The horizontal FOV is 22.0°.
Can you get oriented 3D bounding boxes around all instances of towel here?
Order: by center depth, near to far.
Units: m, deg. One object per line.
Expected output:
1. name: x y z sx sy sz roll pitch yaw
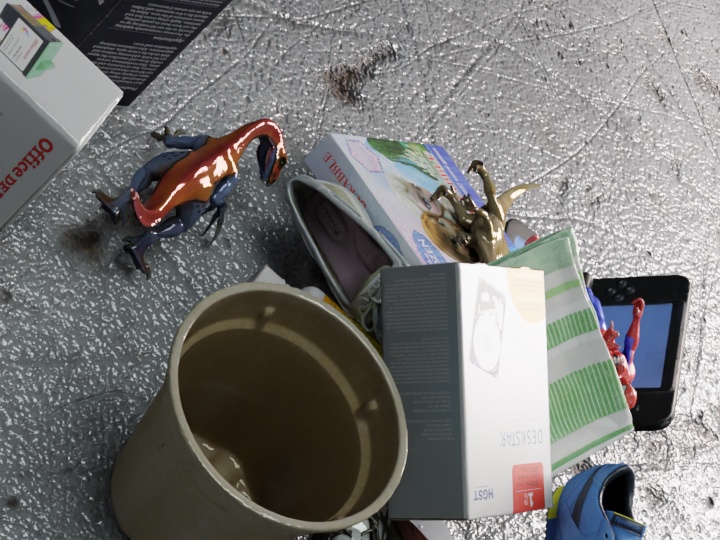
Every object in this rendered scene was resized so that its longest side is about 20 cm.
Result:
1. towel: 0.161 0.080 1.643 0.152 0.023 0.201 -26 104 -28

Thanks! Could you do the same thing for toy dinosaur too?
1. toy dinosaur: -0.127 -0.072 1.570 0.181 0.200 0.105 -35 105 -17
2. toy dinosaur: 0.117 -0.048 1.728 0.101 0.058 0.200 52 28 -22

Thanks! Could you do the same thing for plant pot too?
1. plant pot: -0.096 0.140 1.412 0.199 0.183 0.202 19 51 -25

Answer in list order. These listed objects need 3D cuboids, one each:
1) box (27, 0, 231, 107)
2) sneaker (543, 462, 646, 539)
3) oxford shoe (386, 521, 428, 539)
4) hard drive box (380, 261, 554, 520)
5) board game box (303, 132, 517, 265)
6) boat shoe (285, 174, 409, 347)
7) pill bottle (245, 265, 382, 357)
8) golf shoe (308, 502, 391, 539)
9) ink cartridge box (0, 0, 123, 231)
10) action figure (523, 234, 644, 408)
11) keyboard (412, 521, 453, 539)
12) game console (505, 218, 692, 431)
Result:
1. box: -0.208 -0.253 1.571 0.104 0.200 0.149 2 63 -41
2. sneaker: 0.190 0.243 1.500 0.066 0.078 0.201 33 46 -24
3. oxford shoe: 0.033 0.250 1.500 0.071 0.074 0.200 47 -2 -6
4. hard drive box: 0.088 0.098 1.504 0.155 0.076 0.202 3 85 -58
5. board game box: 0.066 -0.037 1.726 0.199 0.041 0.201 0 50 -56
6. boat shoe: 0.001 -0.002 1.601 0.203 0.074 0.065 57 16 27
7. pill bottle: -0.033 0.091 1.560 0.200 0.109 0.109 43 43 -6
8. golf shoe: -0.005 0.205 1.462 0.077 0.094 0.202 11 84 -11
9. ink cartridge box: -0.308 -0.149 1.454 0.200 0.145 0.084 43 43 -10
10. action figure: 0.224 0.034 1.750 0.065 0.099 0.201 -4 54 -27
11. keyboard: 0.023 0.170 1.636 0.056 0.011 0.201 -16 75 -51
12. game console: 0.222 0.049 1.812 0.201 0.175 0.117 -72 151 -42
